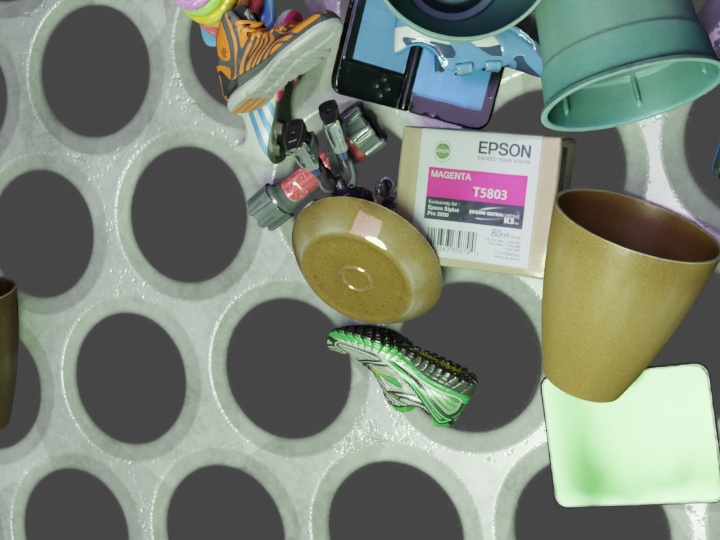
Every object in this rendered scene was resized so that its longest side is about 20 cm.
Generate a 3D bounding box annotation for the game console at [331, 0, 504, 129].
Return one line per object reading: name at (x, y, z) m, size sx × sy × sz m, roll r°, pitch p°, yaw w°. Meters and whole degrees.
game console at (0.080, -0.287, 1.340) m, size 0.118 × 0.172 × 0.201 m, roll 23°, pitch 102°, yaw 48°

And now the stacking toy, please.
stacking toy at (-0.201, -0.355, 1.411) m, size 0.115 × 0.200 × 0.111 m, roll -10°, pitch 88°, yaw 24°

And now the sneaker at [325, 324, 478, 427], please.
sneaker at (0.040, 0.128, 1.393) m, size 0.199 × 0.078 × 0.086 m, roll 27°, pitch 103°, yaw 20°

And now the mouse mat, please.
mouse mat at (0.314, 0.194, 1.314) m, size 0.199 × 0.008 × 0.162 m, roll -7°, pitch 90°, yaw 23°

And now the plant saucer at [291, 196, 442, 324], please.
plant saucer at (0.000, 0.000, 1.363) m, size 0.199 × 0.036 × 0.201 m, roll 17°, pitch 138°, yaw 16°

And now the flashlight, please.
flashlight at (-0.059, -0.128, 1.427) m, size 0.200 × 0.068 × 0.068 m, roll -36°, pitch 112°, yaw 16°

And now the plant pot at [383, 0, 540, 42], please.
plant pot at (0.103, -0.334, 1.199) m, size 0.199 × 0.134 × 0.202 m, roll 0°, pitch 92°, yaw 0°

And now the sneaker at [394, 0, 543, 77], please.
sneaker at (0.129, -0.257, 1.308) m, size 0.199 × 0.074 × 0.083 m, roll 21°, pitch 93°, yaw -2°

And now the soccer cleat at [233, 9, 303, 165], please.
soccer cleat at (-0.123, -0.238, 1.453) m, size 0.086 × 0.070 × 0.202 m, roll 12°, pitch 97°, yaw 24°

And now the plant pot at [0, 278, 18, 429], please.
plant pot at (-0.570, 0.133, 1.623) m, size 0.186 × 0.187 × 0.202 m, roll -1°, pitch 106°, yaw 24°

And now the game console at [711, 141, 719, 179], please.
game console at (0.476, -0.168, 1.139) m, size 0.118 × 0.170 × 0.201 m, roll 42°, pitch 132°, yaw 42°

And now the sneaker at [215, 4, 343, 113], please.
sneaker at (-0.112, -0.282, 1.358) m, size 0.199 × 0.077 × 0.113 m, roll -30°, pitch 77°, yaw 35°

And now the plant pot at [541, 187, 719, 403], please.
plant pot at (0.275, 0.038, 1.244) m, size 0.185 × 0.186 × 0.201 m, roll 24°, pitch 114°, yaw 21°

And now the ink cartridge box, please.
ink cartridge box at (0.144, -0.083, 1.340) m, size 0.199 × 0.075 × 0.166 m, roll 7°, pitch 96°, yaw 24°

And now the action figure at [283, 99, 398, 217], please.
action figure at (-0.025, -0.105, 1.371) m, size 0.129 × 0.201 × 0.070 m, roll -24°, pitch 41°, yaw 6°

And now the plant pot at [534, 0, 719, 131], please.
plant pot at (0.273, -0.278, 1.222) m, size 0.199 × 0.200 × 0.198 m, roll -16°, pitch 77°, yaw 23°
